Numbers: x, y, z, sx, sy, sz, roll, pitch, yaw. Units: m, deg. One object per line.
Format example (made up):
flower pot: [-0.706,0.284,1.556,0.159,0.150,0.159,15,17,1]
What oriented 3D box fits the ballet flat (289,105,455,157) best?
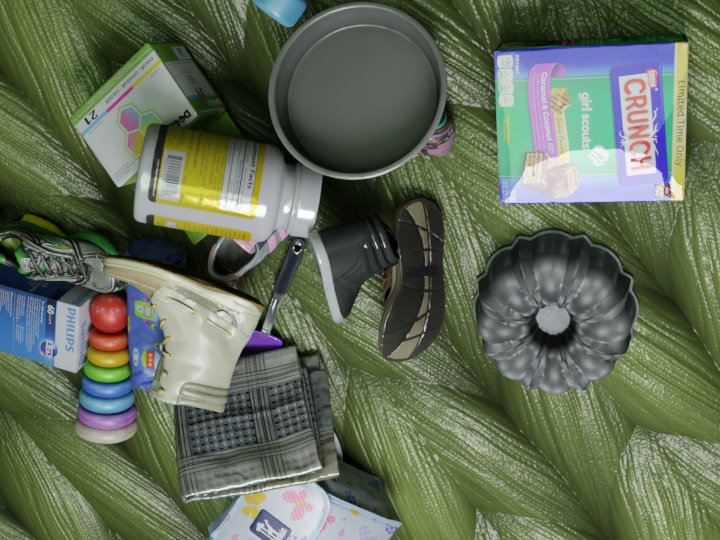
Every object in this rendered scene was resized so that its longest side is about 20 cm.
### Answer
ballet flat: [0.011,-0.156,1.174,0.198,0.070,0.072,6,138,11]

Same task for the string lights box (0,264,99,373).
string lights box: [-0.458,0.057,1.372,0.198,0.059,0.104,15,115,7]

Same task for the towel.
towel: [-0.130,0.183,1.252,0.198,0.194,0.035,-9,137,-5]

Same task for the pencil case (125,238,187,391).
pencil case: [-0.259,0.061,1.314,0.086,0.078,0.202,12,114,20]

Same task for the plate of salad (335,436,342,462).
plate of salad: [-0.122,0.254,1.376,0.198,0.048,0.202,5,113,12]

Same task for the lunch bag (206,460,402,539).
lunch bag: [-0.078,0.327,1.304,0.199,0.127,0.170,31,102,-27]

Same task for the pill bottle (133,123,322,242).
pill bottle: [-0.147,-0.093,1.138,0.198,0.112,0.112,10,115,-9]

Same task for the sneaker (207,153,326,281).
sneaker: [-0.114,-0.059,1.228,0.070,0.082,0.200,38,115,-3]

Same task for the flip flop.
flip flop: [0.058,0.010,1.228,0.080,0.058,0.202,-1,99,-21]

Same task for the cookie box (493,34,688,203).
cookie box: [0.249,-0.163,1.101,0.198,0.075,0.173,0,111,13]

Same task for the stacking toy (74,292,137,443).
stacking toy: [-0.336,0.125,1.367,0.084,0.085,0.202,11,107,9]

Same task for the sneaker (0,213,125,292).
sneaker: [-0.387,-0.009,1.299,0.198,0.085,0.079,14,118,20]

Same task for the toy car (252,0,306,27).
toy car: [-0.111,-0.401,1.074,0.200,0.176,0.185,44,104,25]

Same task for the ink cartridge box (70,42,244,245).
ink cartridge box: [-0.222,-0.145,1.204,0.147,0.076,0.201,-36,88,24]

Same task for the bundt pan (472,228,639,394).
bundt pan: [0.226,0.058,1.196,0.200,0.076,0.204,5,112,12]

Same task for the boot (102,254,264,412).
boot: [-0.231,0.075,1.220,0.198,0.072,0.156,21,93,-12]

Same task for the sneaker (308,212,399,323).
sneaker: [0.000,0.000,1.197,0.098,0.200,0.071,-19,66,-4]

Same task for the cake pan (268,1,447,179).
cake pan: [-0.002,-0.194,1.124,0.198,0.037,0.203,-2,80,9]

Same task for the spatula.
spatula: [-0.109,0.044,1.301,0.056,0.021,0.201,18,113,-8]
